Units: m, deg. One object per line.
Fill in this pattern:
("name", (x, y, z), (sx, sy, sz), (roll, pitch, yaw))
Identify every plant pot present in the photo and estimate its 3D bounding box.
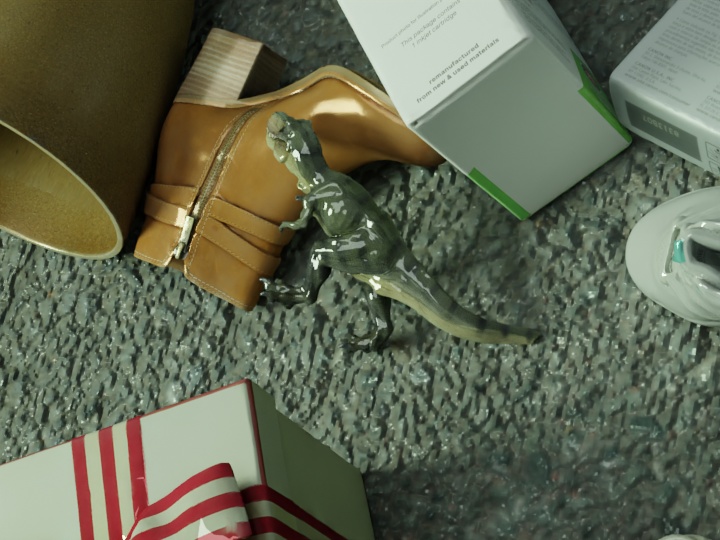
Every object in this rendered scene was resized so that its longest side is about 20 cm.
("plant pot", (-0.189, -0.142, 1.157), (0.185, 0.187, 0.201), (11, 64, 33))

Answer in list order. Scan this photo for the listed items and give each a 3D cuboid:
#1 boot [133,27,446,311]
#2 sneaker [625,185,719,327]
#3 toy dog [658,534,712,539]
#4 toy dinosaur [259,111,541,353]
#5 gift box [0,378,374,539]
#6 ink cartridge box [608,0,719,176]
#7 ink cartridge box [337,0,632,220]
("boot", (-0.041, -0.048, 1.091), (0.199, 0.074, 0.156), (21, 90, 34))
("sneaker", (0.179, -0.007, 0.886), (0.200, 0.088, 0.076), (16, 97, 61))
("toy dog", (0.152, 0.215, 0.845), (0.131, 0.096, 0.201), (16, 80, 34))
("toy dinosaur", (0.000, 0.000, 1.026), (0.200, 0.047, 0.088), (43, 114, 7))
("gift box", (-0.080, 0.183, 0.933), (0.183, 0.187, 0.201), (-24, 59, 13))
("ink cartridge box", (0.256, -0.126, 0.964), (0.162, 0.057, 0.200), (32, 68, 36))
("ink cartridge box", (0.052, -0.148, 1.020), (0.084, 0.145, 0.201), (-36, 56, 15))
